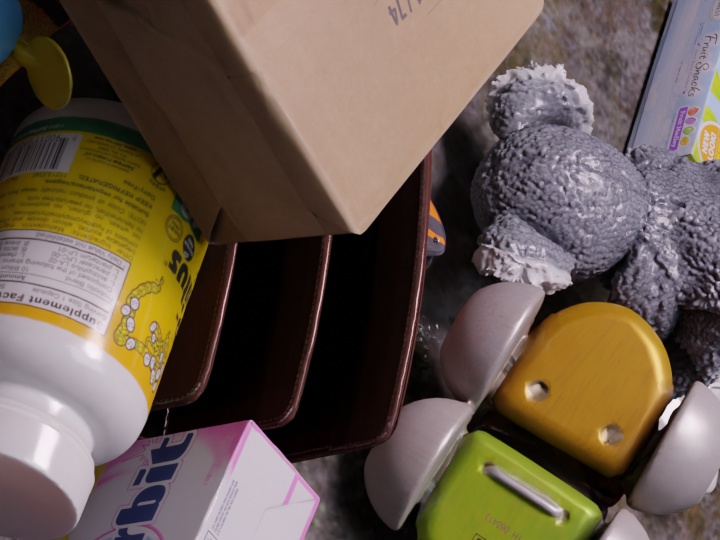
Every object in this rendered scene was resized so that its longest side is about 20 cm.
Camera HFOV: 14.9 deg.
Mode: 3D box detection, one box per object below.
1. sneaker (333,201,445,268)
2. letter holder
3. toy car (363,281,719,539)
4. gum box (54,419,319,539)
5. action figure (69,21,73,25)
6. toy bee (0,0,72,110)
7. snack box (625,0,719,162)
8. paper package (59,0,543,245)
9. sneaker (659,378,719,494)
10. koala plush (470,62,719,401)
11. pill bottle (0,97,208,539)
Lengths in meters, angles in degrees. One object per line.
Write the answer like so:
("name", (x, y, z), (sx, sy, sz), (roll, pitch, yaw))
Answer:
("sneaker", (0.000, 0.000, 1.558), (0.112, 0.077, 0.201), (28, 59, -43))
("letter holder", (-0.047, -0.007, 1.449), (0.100, 0.142, 0.201), (30, 58, -43))
("toy car", (0.105, 0.118, 1.608), (0.175, 0.150, 0.200), (32, 73, 6))
("gum box", (-0.111, 0.175, 1.339), (0.066, 0.113, 0.200), (51, 45, -31))
("action figure", (-0.133, -0.222, 1.411), (0.149, 0.134, 0.201), (34, 52, -40))
("toy bee", (-0.201, -0.109, 1.334), (0.109, 0.199, 0.131), (75, -9, -49))
("snack box", (0.277, -0.075, 1.936), (0.200, 0.068, 0.169), (45, 49, -32))
("paper package", (-0.029, -0.141, 1.336), (0.200, 0.103, 0.191), (-51, 123, -34))
("sneaker", (0.222, 0.051, 1.816), (0.074, 0.087, 0.201), (17, 68, -50))
("koala plush", (0.150, -0.028, 1.697), (0.200, 0.184, 0.178), (30, 57, -29))
("pill bottle", (-0.146, 0.025, 1.340), (0.113, 0.112, 0.201), (45, 48, -34))
